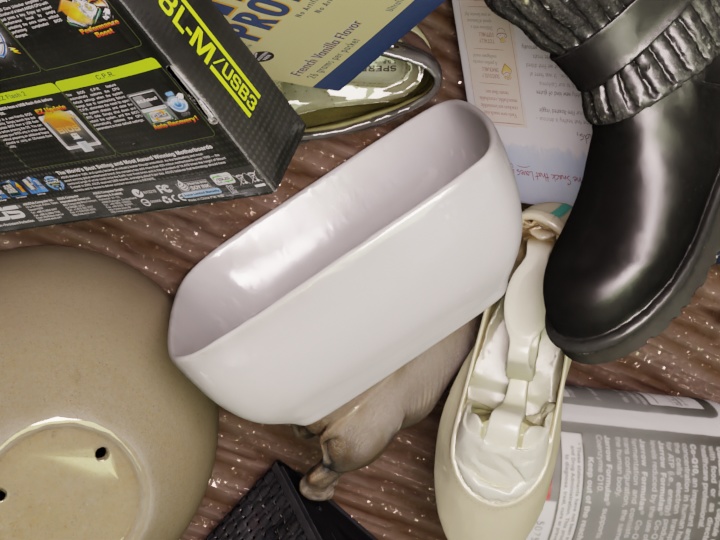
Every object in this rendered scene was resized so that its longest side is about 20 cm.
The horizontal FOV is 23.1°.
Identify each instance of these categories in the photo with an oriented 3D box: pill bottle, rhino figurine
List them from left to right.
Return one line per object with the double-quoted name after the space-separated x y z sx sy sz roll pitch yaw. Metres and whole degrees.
0.035 0.041 0.994 0.060 0.088 0.200 44 64 6 "rhino figurine"
0.163 0.130 1.052 0.198 0.114 0.115 7 103 -15 "pill bottle"

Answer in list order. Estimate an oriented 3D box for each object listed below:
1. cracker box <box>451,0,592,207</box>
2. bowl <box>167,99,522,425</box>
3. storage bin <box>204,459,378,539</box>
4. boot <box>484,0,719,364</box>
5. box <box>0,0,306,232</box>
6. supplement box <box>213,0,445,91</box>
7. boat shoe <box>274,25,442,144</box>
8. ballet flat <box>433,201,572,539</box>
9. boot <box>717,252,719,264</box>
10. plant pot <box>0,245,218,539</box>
0.114 -0.135 0.955 0.057 0.133 0.202 -22 111 -35 "cracker box"
0.000 0.000 0.925 0.199 0.200 0.075 -35 105 5 "bowl"
-0.014 0.207 0.981 0.135 0.200 0.094 42 93 -20 "storage bin"
0.114 -0.079 0.843 0.158 0.079 0.212 38 76 -32 "boot"
-0.152 -0.099 0.750 0.194 0.199 0.048 53 48 -33 "box"
-0.070 -0.213 0.821 0.198 0.134 0.202 5 68 -31 "supplement box"
-0.051 -0.101 0.961 0.199 0.066 0.072 -9 107 -12 "boat shoe"
0.080 0.061 0.942 0.069 0.069 0.202 12 91 -17 "ballet flat"
0.221 -0.061 0.993 0.090 0.200 0.073 0 67 -21 "boot"
-0.166 0.099 0.950 0.198 0.134 0.202 -3 105 -13 "plant pot"
